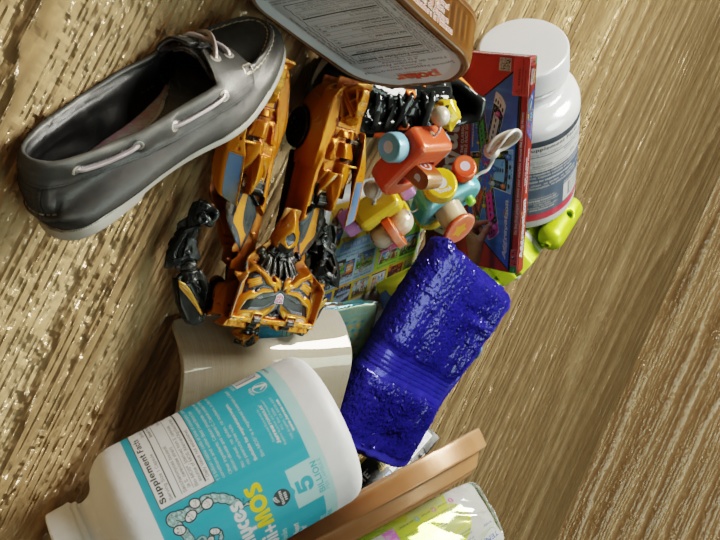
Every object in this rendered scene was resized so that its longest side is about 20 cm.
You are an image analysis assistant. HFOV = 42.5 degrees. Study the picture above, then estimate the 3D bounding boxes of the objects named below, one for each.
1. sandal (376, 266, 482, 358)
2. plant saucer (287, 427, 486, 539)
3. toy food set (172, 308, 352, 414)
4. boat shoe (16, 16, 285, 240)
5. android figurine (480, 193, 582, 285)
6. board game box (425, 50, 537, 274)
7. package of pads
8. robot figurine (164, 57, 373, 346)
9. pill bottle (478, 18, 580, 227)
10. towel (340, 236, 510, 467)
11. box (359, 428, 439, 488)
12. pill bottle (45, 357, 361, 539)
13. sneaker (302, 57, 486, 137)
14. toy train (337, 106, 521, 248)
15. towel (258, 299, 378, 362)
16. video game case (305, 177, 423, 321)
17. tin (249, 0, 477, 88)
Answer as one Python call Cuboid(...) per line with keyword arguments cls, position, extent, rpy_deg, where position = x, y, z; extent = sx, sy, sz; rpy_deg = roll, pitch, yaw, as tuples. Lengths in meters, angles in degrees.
Cuboid(cls="sandal", position=(0.080, 0.045, 0.928), extent=(0.199, 0.078, 0.089), rpy_deg=(23, 48, -61))
Cuboid(cls="plant saucer", position=(0.016, 0.188, 0.758), extent=(0.198, 0.033, 0.201), rpy_deg=(-26, 168, -6))
Cuboid(cls="toy food set", position=(-0.096, 0.127, 0.736), extent=(0.141, 0.060, 0.203), rpy_deg=(-2, 120, -33))
Cuboid(cls="boat shoe", position=(-0.113, -0.098, 0.536), extent=(0.200, 0.066, 0.057), rpy_deg=(-47, 153, -28))
Cuboid(cls="android figurine", position=(0.180, -0.028, 1.089), extent=(0.200, 0.041, 0.181), rpy_deg=(-50, -170, -35))
Cuboid(cls="board game box", position=(0.111, -0.104, 0.878), extent=(0.019, 0.102, 0.204), rpy_deg=(-27, 124, -51))
Cuboid(cls="package of pads", position=(0.016, 0.267, 0.812), extent=(0.198, 0.069, 0.155), rpy_deg=(-18, 159, -35))
Cuboid(cls="robot figurine", position=(-0.059, -0.043, 0.650), extent=(0.143, 0.058, 0.204), rpy_deg=(8, 97, -37))
Cuboid(cls="pill bottle", position=(0.170, -0.153, 0.971), extent=(0.120, 0.118, 0.202), rpy_deg=(-51, 150, -28))
Cuboid(cls="towel", position=(0.054, 0.079, 0.828), extent=(0.202, 0.049, 0.147), rpy_deg=(-59, 146, 0))
Cuboid(cls="box", position=(-0.013, 0.254, 0.965), extent=(0.159, 0.049, 0.201), rpy_deg=(-41, 166, -44))
Cuboid(cls="pill bottle", position=(-0.105, 0.149, 0.627), extent=(0.198, 0.111, 0.112), rpy_deg=(-26, 139, -17))
Cuboid(cls="sneaker", position=(0.035, -0.141, 0.755), extent=(0.199, 0.089, 0.071), rpy_deg=(-22, 131, -55))
Cuboid(cls="toy train", position=(0.066, -0.068, 0.777), extent=(0.150, 0.056, 0.198), rpy_deg=(-41, 161, 33))
Cuboid(cls="towel", position=(-0.068, 0.117, 0.795), extent=(0.144, 0.022, 0.203), rpy_deg=(-3, 119, -33))
Cuboid(cls="video game case", position=(0.000, 0.000, 0.884), extent=(0.199, 0.023, 0.185), rpy_deg=(-22, 130, -54))
Cuboid(cls="tin", position=(0.003, -0.174, 0.620), extent=(0.199, 0.110, 0.043), rpy_deg=(22, 76, -54))
